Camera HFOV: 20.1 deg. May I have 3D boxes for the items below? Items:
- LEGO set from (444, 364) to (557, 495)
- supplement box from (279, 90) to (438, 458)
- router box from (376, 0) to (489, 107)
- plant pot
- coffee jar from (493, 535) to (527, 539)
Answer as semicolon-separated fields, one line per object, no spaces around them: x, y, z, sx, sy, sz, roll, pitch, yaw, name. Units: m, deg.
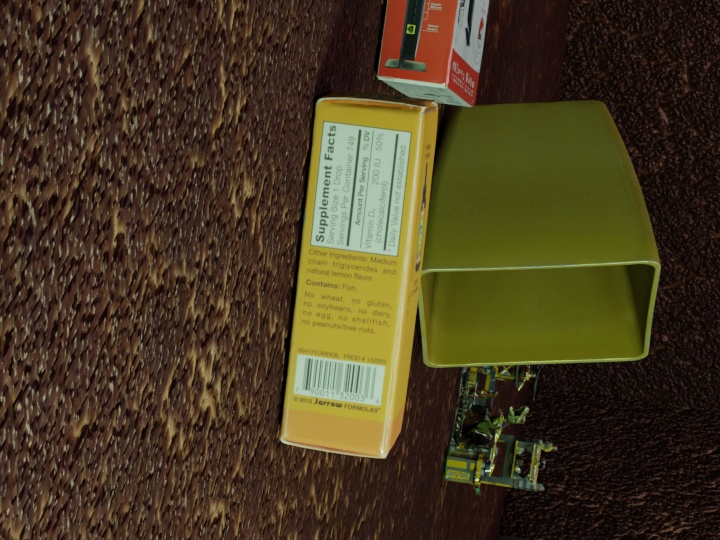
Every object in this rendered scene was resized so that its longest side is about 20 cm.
0.168;0.167;2.290;0.154;0.116;0.201;76;23;-70;LEGO set
0.000;0.000;1.150;0.067;0.069;0.201;-41;140;-79;supplement box
0.059;-0.210;1.404;0.200;0.049;0.180;-9;107;-81;router box
0.148;-0.038;1.762;0.200;0.199;0.177;81;7;-64;plant pot
0.223;0.515;3.136;0.104;0.085;0.200;82;19;-52;coffee jar
